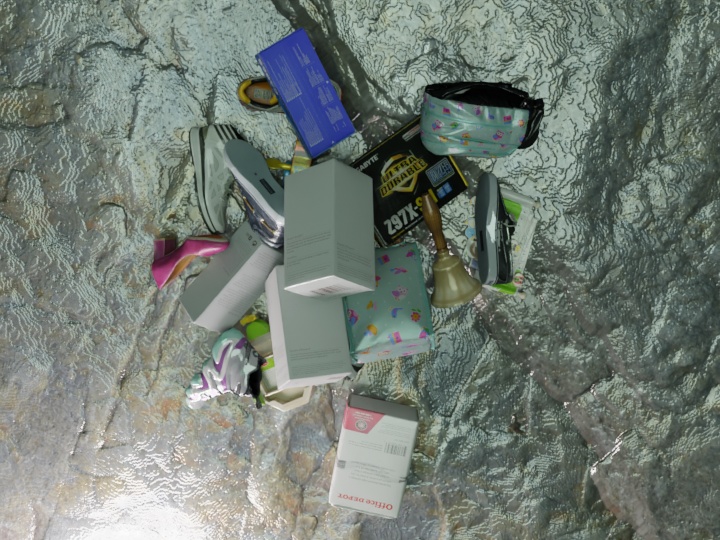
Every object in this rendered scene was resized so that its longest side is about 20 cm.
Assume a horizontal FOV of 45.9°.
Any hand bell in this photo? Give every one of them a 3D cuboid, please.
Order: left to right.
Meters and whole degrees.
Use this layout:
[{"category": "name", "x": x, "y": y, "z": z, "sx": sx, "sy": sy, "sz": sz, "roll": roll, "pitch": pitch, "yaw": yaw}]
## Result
[{"category": "hand bell", "x": 0.145, "y": -0.045, "z": 1.541, "sx": 0.102, "sy": 0.105, "sz": 0.204, "roll": -19, "pitch": 111, "yaw": 5}]

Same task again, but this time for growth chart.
[{"category": "growth chart", "x": 0.263, "y": -0.057, "z": 1.607, "sx": 0.141, "sy": 0.018, "sz": 0.205, "roll": 10, "pitch": 100, "yaw": 1}]

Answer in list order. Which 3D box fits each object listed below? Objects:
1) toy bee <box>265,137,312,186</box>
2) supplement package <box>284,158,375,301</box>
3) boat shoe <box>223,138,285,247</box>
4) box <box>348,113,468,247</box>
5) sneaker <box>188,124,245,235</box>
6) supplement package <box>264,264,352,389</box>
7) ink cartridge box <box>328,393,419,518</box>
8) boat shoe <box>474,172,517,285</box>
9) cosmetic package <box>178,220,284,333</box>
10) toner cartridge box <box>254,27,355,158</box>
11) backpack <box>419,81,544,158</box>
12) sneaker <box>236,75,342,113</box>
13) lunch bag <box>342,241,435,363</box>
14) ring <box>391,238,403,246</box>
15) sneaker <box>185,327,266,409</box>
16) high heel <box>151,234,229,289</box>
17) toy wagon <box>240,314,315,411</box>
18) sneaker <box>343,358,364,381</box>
[{"category": "toy bee", "x": -0.105, "y": -0.162, "z": 1.554, "sx": 0.128, "sy": 0.109, "sz": 0.205, "roll": -9, "pitch": 100, "yaw": 1}, {"category": "supplement package", "x": -0.052, "y": -0.065, "z": 1.437, "sx": 0.115, "sy": 0.116, "sz": 0.205, "roll": -13, "pitch": 70, "yaw": 36}, {"category": "boat shoe", "x": -0.191, "y": -0.136, "z": 1.520, "sx": 0.201, "sy": 0.070, "sz": 0.091, "roll": 53, "pitch": 139, "yaw": 19}, {"category": "box", "x": 0.076, "y": -0.163, "z": 1.553, "sx": 0.198, "sy": 0.049, "sz": 0.161, "roll": -35, "pitch": 101, "yaw": -8}, {"category": "sneaker", "x": -0.246, "y": -0.171, "z": 1.572, "sx": 0.112, "sy": 0.076, "sz": 0.206, "roll": -8, "pitch": 98, "yaw": 5}, {"category": "supplement package", "x": -0.096, "y": 0.098, "z": 1.526, "sx": 0.117, "sy": 0.121, "sz": 0.205, "roll": -5, "pitch": 77, "yaw": -17}, {"category": "ink cartridge box", "x": 0.025, "y": 0.362, "z": 1.661, "sx": 0.143, "sy": 0.083, "sz": 0.205, "roll": 12, "pitch": 101, "yaw": -1}, {"category": "boat shoe", "x": 0.253, "y": -0.076, "z": 1.556, "sx": 0.066, "sy": 0.074, "sz": 0.205, "roll": -1, "pitch": 83, "yaw": -15}, {"category": "cosmetic package", "x": -0.233, "y": 0.016, "z": 1.587, "sx": 0.200, "sy": 0.101, "sz": 0.071, "roll": -48, "pitch": 57, "yaw": 9}, {"category": "toner cartridge box", "x": -0.096, "y": -0.309, "z": 1.489, "sx": 0.094, "sy": 0.043, "sz": 0.203, "roll": -30, "pitch": 104, "yaw": -10}, {"category": "backpack", "x": 0.201, "y": -0.265, "z": 1.481, "sx": 0.195, "sy": 0.167, "sz": 0.130, "roll": 0, "pitch": 106, "yaw": -14}, {"category": "sneaker", "x": -0.130, "y": -0.314, "z": 1.538, "sx": 0.195, "sy": 0.082, "sz": 0.080, "roll": -1, "pitch": 100, "yaw": 1}, {"category": "lunch bag", "x": 0.045, "y": 0.054, "z": 1.563, "sx": 0.166, "sy": 0.122, "sz": 0.205, "roll": -11, "pitch": 70, "yaw": 4}, {"category": "ring", "x": 0.000, "y": 0.000, "z": 1.626, "sx": 0.195, "sy": 0.019, "sz": 0.206, "roll": 0, "pitch": 102, "yaw": 2}, {"category": "sneaker", "x": -0.245, "y": 0.224, "z": 1.619, "sx": 0.139, "sy": 0.078, "sz": 0.202, "roll": 39, "pitch": 120, "yaw": 9}, {"category": "high heel", "x": -0.315, "y": -0.015, "z": 1.577, "sx": 0.196, "sy": 0.067, "sz": 0.098, "roll": -2, "pitch": 94, "yaw": 31}, {"category": "toy wagon", "x": -0.164, "y": 0.171, "z": 1.634, "sx": 0.153, "sy": 0.040, "sz": 0.203, "roll": -23, "pitch": 98, "yaw": 27}, {"category": "sneaker", "x": -0.067, "y": 0.120, "z": 1.633, "sx": 0.200, "sy": 0.074, "sz": 0.079, "roll": 45, "pitch": 75, "yaw": -3}]
